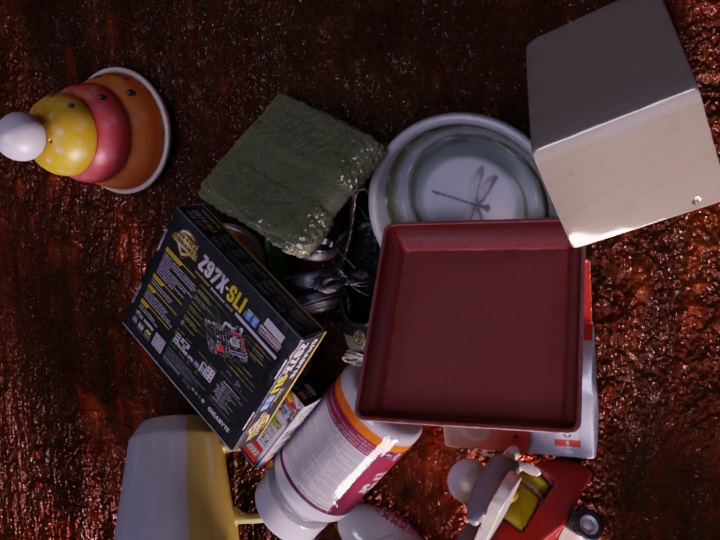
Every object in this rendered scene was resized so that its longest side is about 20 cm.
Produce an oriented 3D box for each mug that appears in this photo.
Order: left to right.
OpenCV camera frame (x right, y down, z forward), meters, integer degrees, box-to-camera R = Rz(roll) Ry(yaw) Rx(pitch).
[{"bbox_3d":[-0.208,0.262,0.941,0.149,0.183,0.157,-31,59,49],"label":"mug"}]

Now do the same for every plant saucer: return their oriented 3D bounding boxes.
[{"bbox_3d":[0.106,-0.064,0.767,0.195,0.050,0.204,10,121,16],"label":"plant saucer"},{"bbox_3d":[0.104,0.049,0.705,0.195,0.037,0.204,-1,62,20],"label":"plant saucer"}]

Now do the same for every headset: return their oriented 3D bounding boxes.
[{"bbox_3d":[-0.057,-0.010,0.804,0.198,0.092,0.127,19,114,52],"label":"headset"}]

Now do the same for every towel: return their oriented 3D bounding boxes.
[{"bbox_3d":[-0.073,-0.101,0.785,0.199,0.037,0.149,29,78,44],"label":"towel"}]

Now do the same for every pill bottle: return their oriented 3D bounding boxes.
[{"bbox_3d":[-0.028,0.206,0.862,0.109,0.109,0.201,42,113,8],"label":"pill bottle"}]

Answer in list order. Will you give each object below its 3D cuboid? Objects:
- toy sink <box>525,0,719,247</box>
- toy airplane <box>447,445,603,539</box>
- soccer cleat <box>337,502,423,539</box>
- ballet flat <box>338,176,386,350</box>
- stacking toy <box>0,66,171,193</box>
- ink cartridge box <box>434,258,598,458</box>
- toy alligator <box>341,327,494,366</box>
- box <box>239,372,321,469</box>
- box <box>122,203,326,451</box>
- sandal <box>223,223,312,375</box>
[{"bbox_3d":[0.224,-0.134,0.673,0.128,0.202,0.113,-19,124,23],"label":"toy sink"},{"bbox_3d":[0.125,0.259,0.772,0.201,0.197,0.142,-50,58,20],"label":"toy airplane"},{"bbox_3d":[0.057,0.335,0.863,0.199,0.086,0.070,39,86,6],"label":"soccer cleat"},{"bbox_3d":[0.000,0.000,0.835,0.065,0.057,0.205,6,104,21],"label":"ballet flat"},{"bbox_3d":[-0.316,-0.150,0.854,0.143,0.200,0.150,5,104,20],"label":"stacking toy"},{"bbox_3d":[0.155,0.090,0.774,0.158,0.050,0.204,0,118,22],"label":"ink cartridge box"},{"bbox_3d":[0.077,0.072,0.763,0.195,0.060,0.055,3,59,23],"label":"toy alligator"},{"bbox_3d":[-0.140,0.104,0.853,0.200,0.034,0.111,47,119,17],"label":"box"},{"bbox_3d":[-0.148,0.058,0.801,0.200,0.049,0.161,43,115,19],"label":"box"},{"bbox_3d":[-0.125,0.038,0.893,0.079,0.059,0.209,-35,87,24],"label":"sandal"}]
